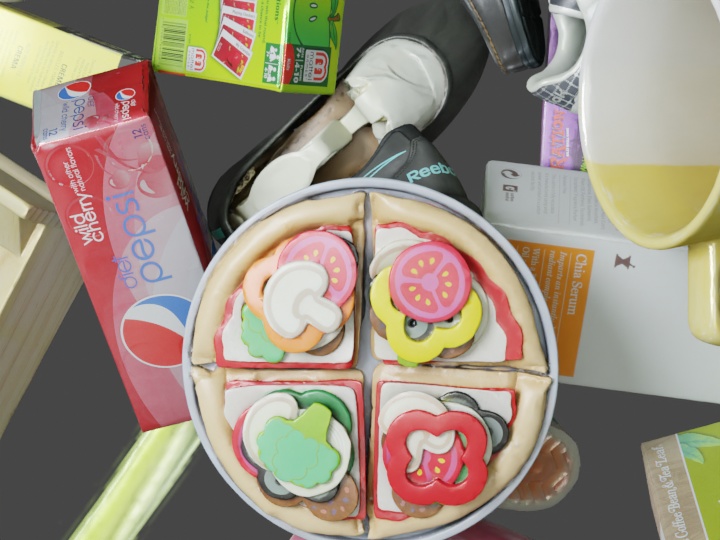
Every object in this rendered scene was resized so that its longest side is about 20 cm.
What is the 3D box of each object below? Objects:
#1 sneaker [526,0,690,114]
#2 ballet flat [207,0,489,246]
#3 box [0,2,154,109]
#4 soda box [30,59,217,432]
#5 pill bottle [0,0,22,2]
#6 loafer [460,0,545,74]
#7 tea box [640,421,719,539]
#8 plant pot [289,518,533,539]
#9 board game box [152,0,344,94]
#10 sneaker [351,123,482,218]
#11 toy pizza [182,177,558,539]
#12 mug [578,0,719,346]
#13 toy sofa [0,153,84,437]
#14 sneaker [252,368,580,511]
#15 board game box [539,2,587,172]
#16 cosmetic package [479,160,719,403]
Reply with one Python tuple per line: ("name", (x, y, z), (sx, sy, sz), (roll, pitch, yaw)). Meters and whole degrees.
("sneaker", (0.143, -0.182, 1.348), (0.080, 0.076, 0.202), (7, 95, -12))
("ballet flat", (-0.004, -0.077, 1.404), (0.200, 0.068, 0.068), (-43, 93, 6))
("box", (-0.218, -0.132, 1.407), (0.199, 0.075, 0.050), (21, 95, 2))
("soda box", (-0.118, -0.011, 1.378), (0.070, 0.064, 0.201), (-14, 124, 5))
("pill bottle", (-0.131, -0.223, 1.332), (0.199, 0.114, 0.115), (-15, 96, 34))
("loafer", (0.041, -0.196, 1.393), (0.072, 0.073, 0.201), (-26, 85, 14))
("tea box", (0.273, 0.183, 1.359), (0.195, 0.134, 0.201), (-16, 116, 6))
("plant pot", (0.039, 0.212, 1.382), (0.178, 0.200, 0.201), (33, 97, 14))
("board game box", (-0.055, -0.203, 1.378), (0.101, 0.047, 0.202), (12, 99, 39))
("sneaker", (0.000, 0.000, 1.390), (0.200, 0.075, 0.080), (-48, 56, 41))
("toy pizza", (0.003, 0.052, 1.301), (0.199, 0.032, 0.202), (1, 101, 7))
("mug", (0.210, -0.072, 1.299), (0.152, 0.150, 0.188), (-2, 122, -26))
("toy sofa", (-0.236, 0.033, 1.430), (0.083, 0.097, 0.201), (31, 98, 24))
("sneaker", (0.022, 0.080, 1.389), (0.199, 0.080, 0.072), (19, 102, -23))
("board game box", (0.164, -0.122, 1.411), (0.119, 0.032, 0.202), (4, 96, 0))
("cosmetic package", (0.161, 0.010, 1.387), (0.198, 0.071, 0.102), (7, 122, 1))
